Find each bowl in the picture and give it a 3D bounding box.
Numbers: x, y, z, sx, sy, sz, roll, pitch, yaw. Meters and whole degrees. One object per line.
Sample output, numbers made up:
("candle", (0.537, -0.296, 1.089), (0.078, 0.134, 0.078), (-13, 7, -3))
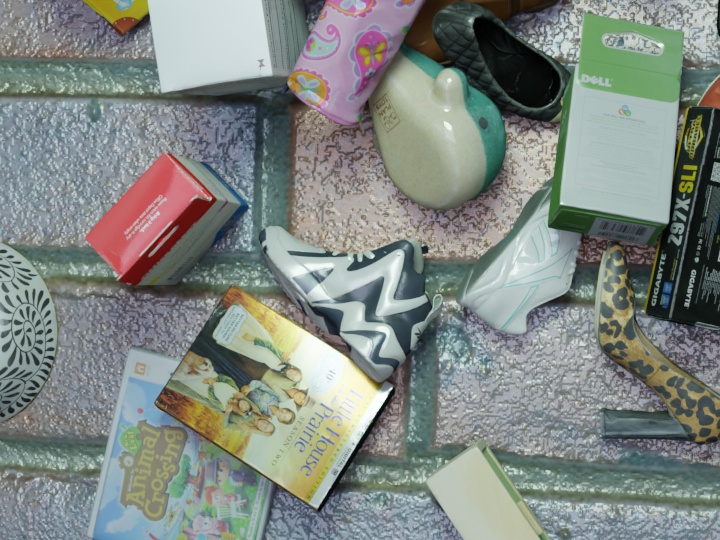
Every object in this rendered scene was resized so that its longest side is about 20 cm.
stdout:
("bowl", (-0.420, 0.063, 1.631), (0.198, 0.094, 0.203), (0, 88, 10))

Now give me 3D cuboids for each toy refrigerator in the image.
("toy refrigerator", (0.149, 0.265, 1.543), (0.070, 0.076, 0.201), (-34, 84, 7))

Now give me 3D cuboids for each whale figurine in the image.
("whale figurine", (0.066, -0.161, 1.541), (0.103, 0.159, 0.201), (-28, 84, -33))

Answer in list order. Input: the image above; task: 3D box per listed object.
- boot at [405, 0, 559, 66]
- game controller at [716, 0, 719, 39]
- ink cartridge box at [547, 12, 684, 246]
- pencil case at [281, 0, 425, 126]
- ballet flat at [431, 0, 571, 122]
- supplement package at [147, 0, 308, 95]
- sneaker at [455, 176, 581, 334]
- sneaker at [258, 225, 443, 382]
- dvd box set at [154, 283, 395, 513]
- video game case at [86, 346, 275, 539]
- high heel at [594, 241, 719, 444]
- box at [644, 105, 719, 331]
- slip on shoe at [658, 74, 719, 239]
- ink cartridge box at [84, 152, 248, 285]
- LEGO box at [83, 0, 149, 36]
("boot", (0.103, -0.265, 1.515), (0.198, 0.155, 0.074), (-26, 81, 7))
("game controller", (0.440, -0.250, 1.511), (0.198, 0.042, 0.105), (5, 71, 10))
("ink cartridge box", (0.241, -0.132, 1.493), (0.103, 0.059, 0.202), (10, 70, -1))
("pencil case", (0.005, -0.233, 1.459), (0.087, 0.087, 0.201), (31, 112, 8))
("ballet flat", (0.145, -0.190, 1.508), (0.057, 0.199, 0.067), (28, 91, 53))
("supplement package", (-0.121, -0.230, 1.525), (0.112, 0.200, 0.111), (-8, 94, 9))
("sneaker", (0.183, -0.025, 1.552), (0.080, 0.070, 0.201), (39, 98, -9))
("sneaker", (0.000, 0.000, 1.576), (0.129, 0.080, 0.199), (-40, 61, -13))
("dvd box set", (-0.085, 0.126, 1.583), (0.199, 0.029, 0.147), (32, 80, 12))
("video game case", (-0.173, 0.197, 1.624), (0.180, 0.022, 0.202), (14, 92, 9))
("high heel", (0.296, 0.068, 1.518), (0.141, 0.071, 0.202), (-1, 105, 16))
("box", (0.361, -0.039, 1.489), (0.158, 0.049, 0.202), (11, 92, -24))
("slip on shoe", (0.335, -0.118, 1.524), (0.074, 0.061, 0.201), (36, 94, 10))
("ink cartridge box", (-0.189, -0.048, 1.539), (0.067, 0.200, 0.116), (45, 96, 7))
("LEGO box", (-0.215, -0.350, 1.566), (0.200, 0.149, 0.077), (-40, 59, 6))
